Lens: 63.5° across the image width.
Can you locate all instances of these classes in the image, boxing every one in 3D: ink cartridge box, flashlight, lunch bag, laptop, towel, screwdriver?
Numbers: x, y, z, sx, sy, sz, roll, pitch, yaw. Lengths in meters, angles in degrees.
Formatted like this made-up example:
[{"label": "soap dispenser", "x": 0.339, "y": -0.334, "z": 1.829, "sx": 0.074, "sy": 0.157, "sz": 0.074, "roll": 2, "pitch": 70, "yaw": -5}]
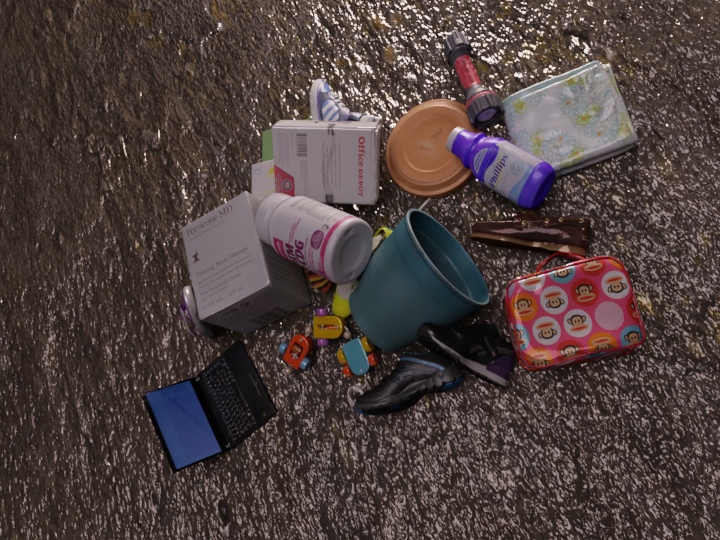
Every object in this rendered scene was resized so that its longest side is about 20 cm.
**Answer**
[{"label": "ink cartridge box", "x": -0.164, "y": -0.233, "z": 1.252, "sx": 0.143, "sy": 0.048, "sz": 0.204, "roll": -9, "pitch": 75, "yaw": 22}, {"label": "flashlight", "x": 0.208, "y": -0.366, "z": 1.102, "sx": 0.068, "sy": 0.067, "sz": 0.203, "roll": -37, "pitch": 60, "yaw": 41}, {"label": "lunch bag", "x": 0.329, "y": 0.058, "z": 0.924, "sx": 0.197, "sy": 0.082, "sz": 0.179, "roll": -13, "pitch": 72, "yaw": 9}, {"label": "laptop", "x": -0.298, "y": 0.260, "z": 1.144, "sx": 0.199, "sy": 0.103, "sz": 0.178, "roll": -39, "pitch": 65, "yaw": 9}, {"label": "towel", "x": 0.364, "y": -0.261, "z": 1.028, "sx": 0.197, "sy": 0.048, "sz": 0.174, "roll": -19, "pitch": 68, "yaw": 18}, {"label": "screwdriver", "x": 0.059, "y": -0.059, "z": 1.058, "sx": 0.201, "sy": 0.029, "sz": 0.028, "roll": -51, "pitch": 47, "yaw": 5}, {"label": "ink cartridge box", "x": -0.061, "y": -0.209, "z": 1.117, "sx": 0.196, "sy": 0.085, "sz": 0.148, "roll": 4, "pitch": 113, "yaw": 8}]

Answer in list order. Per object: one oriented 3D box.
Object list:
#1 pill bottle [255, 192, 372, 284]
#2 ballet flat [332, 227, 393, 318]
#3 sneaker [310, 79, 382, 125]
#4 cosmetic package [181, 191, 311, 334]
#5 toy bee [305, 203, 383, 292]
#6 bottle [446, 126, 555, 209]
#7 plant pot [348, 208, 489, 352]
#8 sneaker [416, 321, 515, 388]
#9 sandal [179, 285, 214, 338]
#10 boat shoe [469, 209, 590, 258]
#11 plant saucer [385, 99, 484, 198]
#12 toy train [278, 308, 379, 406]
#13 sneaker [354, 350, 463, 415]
[{"label": "pill bottle", "x": -0.085, "y": -0.062, "z": 1.008, "sx": 0.198, "sy": 0.113, "sz": 0.115, "roll": 25, "pitch": 86, "yaw": 36}, {"label": "ballet flat", "x": 0.000, "y": 0.000, "z": 1.104, "sx": 0.201, "sy": 0.067, "sz": 0.067, "roll": -51, "pitch": 55, "yaw": 4}, {"label": "sneaker", "x": -0.024, "y": -0.313, "z": 1.201, "sx": 0.144, "sy": 0.081, "sz": 0.203, "roll": -8, "pitch": 70, "yaw": 13}, {"label": "cosmetic package", "x": -0.224, "y": -0.008, "z": 1.150, "sx": 0.166, "sy": 0.166, "sz": 0.203, "roll": -26, "pitch": 66, "yaw": 15}, {"label": "toy bee", "x": -0.060, "y": -0.067, "z": 1.127, "sx": 0.202, "sy": 0.108, "sz": 0.131, "roll": -62, "pitch": 19, "yaw": -11}, {"label": "bottle", "x": 0.239, "y": -0.188, "z": 1.020, "sx": 0.199, "sy": 0.065, "sz": 0.084, "roll": 39, "pitch": 124, "yaw": 28}, {"label": "plant pot", "x": 0.085, "y": 0.032, "z": 0.999, "sx": 0.188, "sy": 0.199, "sz": 0.202, "roll": -42, "pitch": 63, "yaw": 24}, {"label": "sneaker", "x": 0.175, "y": 0.112, "z": 0.944, "sx": 0.075, "sy": 0.199, "sz": 0.089, "roll": 13, "pitch": 74, "yaw": 58}, {"label": "sandal", "x": -0.329, "y": 0.097, "z": 1.150, "sx": 0.049, "sy": 0.203, "sz": 0.083, "roll": -19, "pitch": 68, "yaw": -10}, {"label": "boat shoe", "x": 0.290, "y": -0.069, "z": 0.997, "sx": 0.197, "sy": 0.070, "sz": 0.072, "roll": 9, "pitch": 86, "yaw": 17}, {"label": "plant saucer", "x": 0.141, "y": -0.240, "z": 1.129, "sx": 0.197, "sy": 0.032, "sz": 0.204, "roll": -6, "pitch": 73, "yaw": 21}, {"label": "toy train", "x": -0.052, "y": 0.158, "z": 1.096, "sx": 0.198, "sy": 0.055, "sz": 0.152, "roll": 27, "pitch": 101, "yaw": 23}, {"label": "sneaker", "x": 0.078, "y": 0.193, "z": 1.022, "sx": 0.197, "sy": 0.073, "sz": 0.083, "roll": -23, "pitch": 64, "yaw": 5}]
